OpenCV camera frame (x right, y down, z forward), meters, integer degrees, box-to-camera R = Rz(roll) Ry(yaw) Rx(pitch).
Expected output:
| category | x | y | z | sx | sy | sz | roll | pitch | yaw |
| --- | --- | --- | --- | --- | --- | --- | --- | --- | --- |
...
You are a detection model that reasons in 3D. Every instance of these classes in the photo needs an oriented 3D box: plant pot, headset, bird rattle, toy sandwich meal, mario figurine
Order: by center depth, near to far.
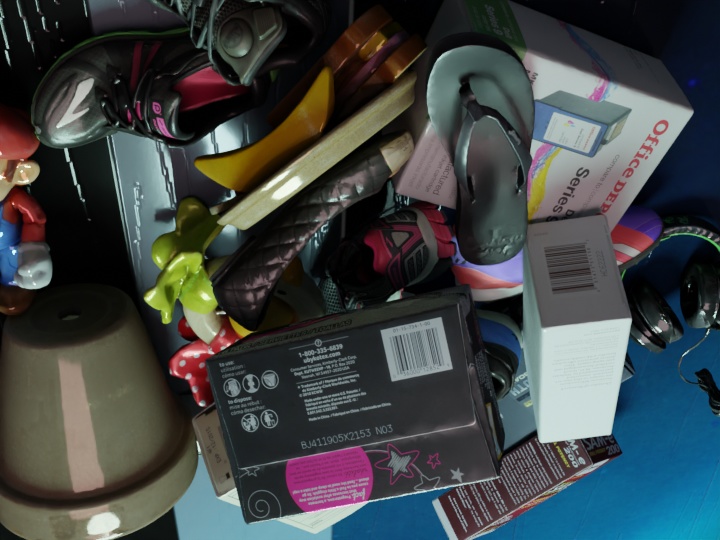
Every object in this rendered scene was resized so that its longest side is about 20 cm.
| category | x | y | z | sx | sy | sz | roll | pitch | yaw |
| --- | --- | --- | --- | --- | --- | --- | --- | --- | --- |
| toy sandwich meal | -0.038 | -0.110 | 0.653 | 0.203 | 0.205 | 0.071 | -34 | 98 | 22 |
| mario figurine | -0.308 | -0.046 | 0.701 | 0.121 | 0.107 | 0.202 | -2 | 136 | -18 |
| bird rattle | -0.109 | 0.044 | 0.788 | 0.159 | 0.114 | 0.203 | -1 | 130 | 14 |
| plant pot | -0.253 | 0.115 | 0.809 | 0.195 | 0.201 | 0.178 | -3 | 118 | -4 |
| headset | 0.317 | 0.045 | 0.869 | 0.121 | 0.095 | 0.202 | -21 | 120 | 13 |

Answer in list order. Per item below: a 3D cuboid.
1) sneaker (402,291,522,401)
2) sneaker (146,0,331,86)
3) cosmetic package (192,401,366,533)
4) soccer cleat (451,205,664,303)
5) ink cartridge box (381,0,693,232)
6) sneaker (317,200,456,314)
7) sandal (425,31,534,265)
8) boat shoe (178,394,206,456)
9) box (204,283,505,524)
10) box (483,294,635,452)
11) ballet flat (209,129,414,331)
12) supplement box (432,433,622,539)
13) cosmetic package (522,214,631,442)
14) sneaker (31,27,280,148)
| category | x | y | z | sx | sy | sz | roll | pitch | yaw |
| --- | --- | --- | --- | --- | --- | --- | --- | --- | --- |
| sneaker | 0.050 | 0.078 | 0.826 | 0.195 | 0.112 | 0.078 | 8 | 114 | 9 |
| sneaker | -0.110 | -0.192 | 0.594 | 0.196 | 0.115 | 0.077 | 18 | 126 | -19 |
| cosmetic package | -0.063 | 0.181 | 0.870 | 0.102 | 0.088 | 0.200 | -32 | 146 | 7 |
| soccer cleat | 0.177 | -0.029 | 0.807 | 0.196 | 0.069 | 0.074 | -14 | 128 | 9 |
| ink cartridge box | 0.136 | -0.117 | 0.708 | 0.196 | 0.088 | 0.147 | 13 | 128 | -20 |
| sneaker | 0.000 | 0.000 | 0.764 | 0.074 | 0.082 | 0.200 | -17 | 165 | -31 |
| sandal | 0.096 | -0.080 | 0.648 | 0.074 | 0.043 | 0.202 | -13 | 130 | 5 |
| boat shoe | -0.147 | 0.169 | 0.937 | 0.196 | 0.071 | 0.064 | -14 | 132 | 2 |
| box | 0.001 | 0.097 | 0.687 | 0.196 | 0.115 | 0.135 | -13 | 93 | 12 |
| box | 0.164 | 0.106 | 0.933 | 0.199 | 0.052 | 0.157 | -36 | 127 | 22 |
| ballet flat | -0.033 | -0.034 | 0.684 | 0.199 | 0.067 | 0.057 | -41 | 96 | 12 |
| supplement box | 0.190 | 0.238 | 1.019 | 0.199 | 0.062 | 0.108 | -40 | 156 | 26 |
| cosmetic package | 0.180 | 0.057 | 0.763 | 0.070 | 0.103 | 0.201 | -7 | 145 | 5 |
| sneaker | -0.156 | -0.133 | 0.658 | 0.196 | 0.085 | 0.078 | -16 | 131 | 7 |
